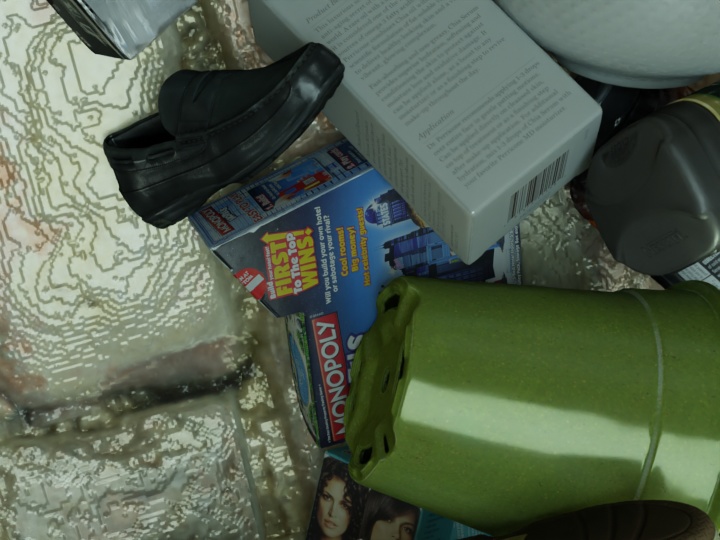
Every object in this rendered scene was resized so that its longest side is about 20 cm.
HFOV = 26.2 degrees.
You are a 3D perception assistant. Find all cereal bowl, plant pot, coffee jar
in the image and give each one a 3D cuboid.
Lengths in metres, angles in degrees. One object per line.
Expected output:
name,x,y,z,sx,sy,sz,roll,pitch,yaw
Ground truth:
cereal bowl,0.165,-0.162,0.908,0.198,0.200,0.084,-2,119,-10
plant pot,0.095,0.084,0.911,0.188,0.200,0.202,13,100,-14
coffee jar,0.225,-0.070,0.878,0.199,0.104,0.086,-25,84,-29

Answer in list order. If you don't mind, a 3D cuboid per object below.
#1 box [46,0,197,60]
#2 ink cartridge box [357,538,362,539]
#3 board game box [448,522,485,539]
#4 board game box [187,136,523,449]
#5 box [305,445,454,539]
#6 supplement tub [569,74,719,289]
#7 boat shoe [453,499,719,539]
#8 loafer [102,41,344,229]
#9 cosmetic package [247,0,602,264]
box,-0.169,-0.189,0.833,0.050,0.200,0.158,-42,107,-5
ink cartridge box,0.006,0.250,0.936,0.200,0.050,0.162,34,83,-43
board game box,0.150,0.208,1.061,0.198,0.047,0.152,-7,103,-9
board game box,0.000,0.000,0.965,0.198,0.062,0.202,-13,115,-16
box,0.000,0.222,1.014,0.082,0.049,0.202,18,102,31
supplement tub,0.207,-0.046,0.984,0.200,0.107,0.107,40,93,-15
boat shoe,0.105,0.176,0.828,0.199,0.072,0.077,-17,99,35
loafer,-0.085,-0.084,0.888,0.070,0.200,0.068,48,51,-14
cosmetic package,0.034,-0.114,0.893,0.101,0.071,0.200,-37,71,-13
